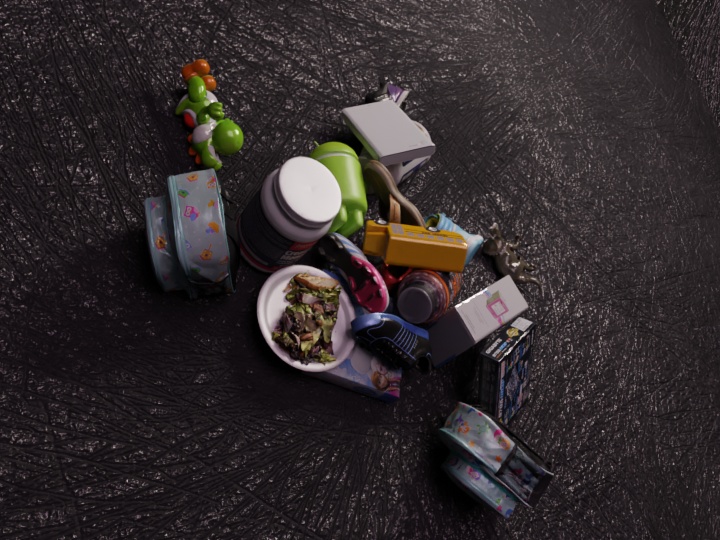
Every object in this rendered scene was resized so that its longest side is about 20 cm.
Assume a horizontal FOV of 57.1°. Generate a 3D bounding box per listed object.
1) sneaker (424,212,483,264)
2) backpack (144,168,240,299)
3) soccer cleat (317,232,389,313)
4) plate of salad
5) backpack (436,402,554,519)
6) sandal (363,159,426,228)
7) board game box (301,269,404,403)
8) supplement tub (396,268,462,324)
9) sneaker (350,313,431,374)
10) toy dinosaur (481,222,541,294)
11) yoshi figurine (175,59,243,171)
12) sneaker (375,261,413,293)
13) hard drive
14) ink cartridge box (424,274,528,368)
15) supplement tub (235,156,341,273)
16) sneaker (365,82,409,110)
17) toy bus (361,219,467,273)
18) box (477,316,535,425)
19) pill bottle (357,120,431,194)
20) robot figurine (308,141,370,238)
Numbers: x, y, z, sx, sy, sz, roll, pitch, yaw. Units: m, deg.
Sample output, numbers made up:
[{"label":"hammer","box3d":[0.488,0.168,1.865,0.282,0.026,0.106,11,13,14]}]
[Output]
[{"label":"sneaker","box3d":[0.199,-0.074,1.458,0.129,0.081,0.200,35,4,9]},{"label":"backpack","box3d":[-0.270,-0.061,1.070,0.149,0.200,0.180,-5,70,-19]},{"label":"soccer cleat","box3d":[0.000,0.000,1.260,0.201,0.070,0.086,50,22,25]},{"label":"plate of salad","box3d":[-0.088,0.078,1.173,0.196,0.048,0.205,15,57,-25]},{"label":"backpack","box3d":[0.232,0.344,1.227,0.151,0.177,0.200,-45,95,-10]},{"label":"sandal","box3d":[0.062,-0.128,1.343,0.054,0.080,0.202,-41,102,-27]},{"label":"board game box","box3d":[-0.008,0.125,1.261,0.195,0.043,0.205,22,55,-24]},{"label":"supplement tub","box3d":[0.135,0.041,1.325,0.108,0.106,0.200,52,27,0]},{"label":"sneaker","box3d":[0.064,0.138,1.223,0.197,0.070,0.080,19,50,-38]},{"label":"toy dinosaur","box3d":[0.358,-0.020,1.590,0.101,0.077,0.204,-27,88,-29]},{"label":"yoshi figurine","box3d":[-0.274,-0.291,1.251,0.110,0.111,0.205,-1,70,-42]},{"label":"sneaker","box3d":[0.094,-0.021,1.381,0.077,0.085,0.201,44,49,-7]},{"label":"hard drive","box3d":[0.056,-0.297,1.410,0.129,0.027,0.201,-15,45,-20]},{"label":"ink cartridge box","box3d":[0.234,0.105,1.375,0.197,0.144,0.086,-22,76,-40]},{"label":"supplement tub","box3d":[-0.132,-0.095,1.184,0.137,0.199,0.144,15,58,-27]},{"label":"sneaker","box3d":[0.038,-0.367,1.547,0.086,0.076,0.201,28,50,6]},{"label":"toy bus","box3d":[0.103,-0.046,1.288,0.194,0.067,0.079,7,23,-8]},{"label":"box","box3d":[0.295,0.219,1.343,0.158,0.045,0.205,-33,130,-42]},{"label":"pill bottle","box3d":[0.066,-0.247,1.462,0.112,0.111,0.199,51,48,0]},{"label":"robot figurine","box3d":[-0.049,-0.169,1.337,0.172,0.115,0.205,9,61,-38]}]
